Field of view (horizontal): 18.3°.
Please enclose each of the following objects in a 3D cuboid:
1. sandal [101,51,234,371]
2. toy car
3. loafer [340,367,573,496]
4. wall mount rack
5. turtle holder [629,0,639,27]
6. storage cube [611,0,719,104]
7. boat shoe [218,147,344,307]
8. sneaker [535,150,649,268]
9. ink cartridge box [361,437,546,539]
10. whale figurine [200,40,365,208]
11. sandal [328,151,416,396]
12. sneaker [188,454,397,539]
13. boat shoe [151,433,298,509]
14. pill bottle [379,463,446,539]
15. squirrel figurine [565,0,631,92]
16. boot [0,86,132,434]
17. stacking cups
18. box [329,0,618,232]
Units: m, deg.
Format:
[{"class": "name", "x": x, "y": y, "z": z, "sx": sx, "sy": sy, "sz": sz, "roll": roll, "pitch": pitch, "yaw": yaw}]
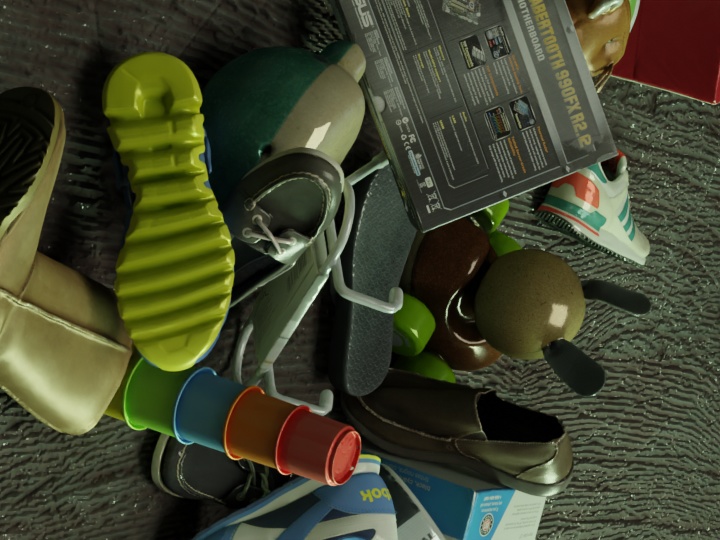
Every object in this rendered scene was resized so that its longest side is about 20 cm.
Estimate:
[{"class": "sandal", "x": -0.122, "y": -0.035, "z": 1.434, "sx": 0.087, "sy": 0.079, "sz": 0.201, "roll": 119, "pitch": -32, "yaw": -83}, {"class": "toy car", "x": 0.135, "y": 0.036, "z": 1.852, "sx": 0.165, "sy": 0.199, "sz": 0.158, "roll": -57, "pitch": 148, "yaw": -26}, {"class": "loafer", "x": 0.083, "y": 0.115, "z": 1.811, "sx": 0.073, "sy": 0.199, "sz": 0.071, "roll": -70, "pitch": 175, "yaw": -45}, {"class": "wall mount rack", "x": -0.026, "y": 0.002, "z": 1.628, "sx": 0.200, "sy": 0.074, "sz": 0.174, "roll": -56, "pitch": -153, "yaw": 36}, {"class": "turtle holder", "x": 0.155, "y": -0.248, "z": 1.828, "sx": 0.186, "sy": 0.140, "sz": 0.132, "roll": 68, "pitch": 11, "yaw": 8}, {"class": "storage cube", "x": 0.291, "y": -0.270, "z": 1.994, "sx": 0.200, "sy": 0.170, "sz": 0.181, "roll": -28, "pitch": 129, "yaw": -53}, {"class": "boat shoe", "x": -0.078, "y": -0.010, "z": 1.472, "sx": 0.067, "sy": 0.200, "sz": 0.057, "roll": 32, "pitch": 48, "yaw": -21}, {"class": "sneaker", "x": 0.237, "y": -0.065, "z": 2.116, "sx": 0.200, "sy": 0.070, "sz": 0.094, "roll": 21, "pitch": 93, "yaw": -59}, {"class": "ink cartridge box", "x": 0.043, "y": 0.255, "z": 1.866, "sx": 0.147, "sy": 0.144, "sz": 0.201, "roll": 7, "pitch": 99, "yaw": -62}, {"class": "whale figurine", "x": -0.058, "y": -0.099, "z": 1.559, "sx": 0.159, "sy": 0.104, "sz": 0.200, "roll": -58, "pitch": 177, "yaw": 13}, {"class": "sandal", "x": -0.001, "y": 0.000, "z": 1.763, "sx": 0.076, "sy": 0.043, "sz": 0.201, "roll": -7, "pitch": 114, "yaw": -48}, {"class": "sneaker", "x": -0.061, "y": 0.211, "z": 1.634, "sx": 0.199, "sy": 0.083, "sz": 0.074, "roll": -30, "pitch": 163, "yaw": 12}, {"class": "boat shoe", "x": -0.084, "y": 0.144, "z": 1.663, "sx": 0.200, "sy": 0.062, "sz": 0.073, "roll": 18, "pitch": 89, "yaw": -62}, {"class": "pill bottle", "x": -0.032, "y": 0.247, "z": 1.720, "sx": 0.200, "sy": 0.106, "sz": 0.106, "roll": -36, "pitch": 143, "yaw": -8}, {"class": "squirrel figurine", "x": 0.105, "y": -0.189, "z": 1.684, "sx": 0.200, "sy": 0.186, "sz": 0.142, "roll": 59, "pitch": 8, "yaw": -25}, {"class": "boot", "x": -0.196, "y": -0.003, "z": 1.386, "sx": 0.176, "sy": 0.066, "sz": 0.200, "roll": -63, "pitch": 153, "yaw": -6}, {"class": "stacking cups", "x": -0.094, "y": 0.099, "z": 1.472, "sx": 0.060, "sy": 0.199, "sz": 0.061, "roll": -41, "pitch": 141, "yaw": -44}, {"class": "box", "x": 0.078, "y": -0.149, "z": 1.611, "sx": 0.048, "sy": 0.158, "sz": 0.201, "roll": -138, "pitch": -154, "yaw": -78}]
